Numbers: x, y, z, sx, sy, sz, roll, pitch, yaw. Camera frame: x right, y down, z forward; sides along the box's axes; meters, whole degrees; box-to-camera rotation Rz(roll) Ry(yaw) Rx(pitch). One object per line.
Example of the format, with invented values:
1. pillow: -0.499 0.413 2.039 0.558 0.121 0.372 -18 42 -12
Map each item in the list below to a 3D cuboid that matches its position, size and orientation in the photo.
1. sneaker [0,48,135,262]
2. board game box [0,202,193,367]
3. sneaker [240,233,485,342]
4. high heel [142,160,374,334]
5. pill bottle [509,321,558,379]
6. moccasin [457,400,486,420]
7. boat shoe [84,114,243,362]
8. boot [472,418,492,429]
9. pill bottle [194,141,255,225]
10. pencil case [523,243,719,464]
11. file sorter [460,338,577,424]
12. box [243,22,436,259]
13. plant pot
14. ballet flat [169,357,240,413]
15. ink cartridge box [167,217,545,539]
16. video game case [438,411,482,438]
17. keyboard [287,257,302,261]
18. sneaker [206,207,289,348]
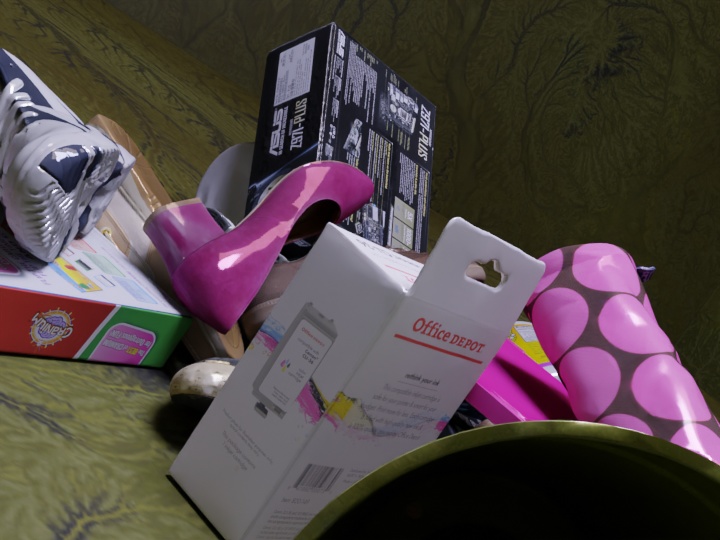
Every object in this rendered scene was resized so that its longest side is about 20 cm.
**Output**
1. sneaker: -0.206 -0.076 0.661 0.129 0.080 0.199 32 9 -7
2. board game box: -0.211 -0.009 0.677 0.153 0.040 0.200 39 10 26
3. sneaker: 0.000 0.000 0.856 0.199 0.071 0.076 -8 62 -27
4. high heel: -0.047 -0.017 0.788 0.199 0.067 0.096 -13 60 -47
5. pill bottle: 0.177 0.118 1.218 0.104 0.105 0.200 32 9 -17
6. moccasin: 0.055 0.069 1.017 0.199 0.081 0.068 20 6 43
7. boat shoe: -0.153 -0.010 0.807 0.201 0.069 0.074 58 6 11
8. boot: 0.185 0.185 0.896 0.199 0.074 0.155 -2 45 -36
9. pill bottle: -0.060 -0.040 1.151 0.199 0.115 0.114 26 12 -44
10. pencil case: 0.162 0.075 0.683 0.201 0.090 0.094 -103 175 -46
11. file sorter: 0.063 0.114 0.755 0.139 0.126 0.200 40 11 31
12. box: -0.014 -0.096 1.065 0.086 0.202 0.163 -16 -32 37
13. plant pot: 0.052 0.148 0.420 0.200 0.201 0.193 34 -3 0
14. ballet flat: -0.069 0.063 0.727 0.066 0.057 0.200 10 0 14
15. ink cartridge box: 0.002 0.052 0.617 0.067 0.201 0.116 40 11 34
16. video game case: 0.137 0.178 1.016 0.180 0.026 0.200 32 8 -13
17. keyboard: 0.011 0.028 0.959 0.199 0.040 0.104 28 -8 46
18. sneaker: -0.076 0.017 0.944 0.087 0.075 0.200 34 8 -45
